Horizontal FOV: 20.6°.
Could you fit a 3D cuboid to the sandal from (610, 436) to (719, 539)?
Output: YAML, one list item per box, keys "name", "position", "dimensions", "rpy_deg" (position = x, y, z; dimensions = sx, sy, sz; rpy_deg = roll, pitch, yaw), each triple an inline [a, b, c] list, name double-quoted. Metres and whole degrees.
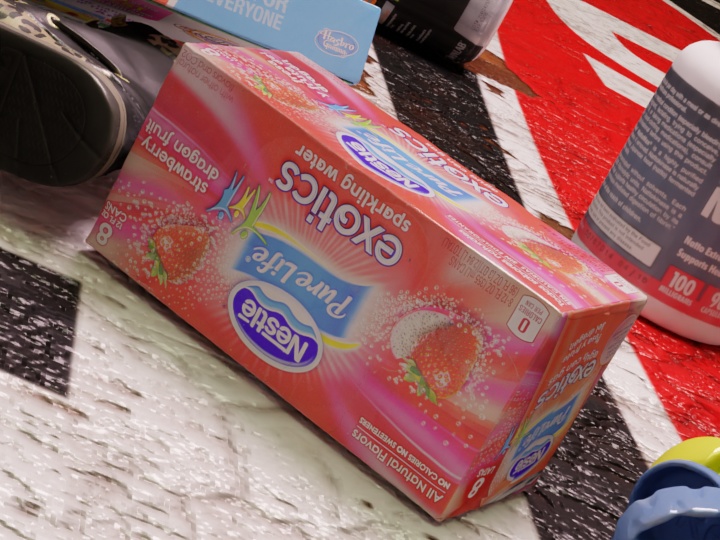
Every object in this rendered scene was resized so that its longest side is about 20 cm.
- name: "sandal"
  position: [0.167, 0.136, 0.745]
  dimensions: [0.200, 0.080, 0.087]
  rpy_deg: [30, 19, 34]

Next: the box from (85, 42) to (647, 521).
- name: "box"
  position: [0.000, 0.000, 0.815]
  dimensions: [0.200, 0.103, 0.095]
  rpy_deg: [37, 20, 22]

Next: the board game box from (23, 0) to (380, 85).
- name: "board game box"
  position: [-0.101, -0.135, 1.006]
  dimensions: [0.153, 0.040, 0.200]
  rpy_deg: [20, -6, -26]

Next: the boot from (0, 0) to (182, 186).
- name: "boot"
  position: [-0.157, -0.097, 0.894]
  dimensions: [0.200, 0.073, 0.151]
  rpy_deg: [28, 12, 21]

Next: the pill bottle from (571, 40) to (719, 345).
- name: "pill bottle"
  position: [0.222, -0.068, 1.179]
  dimensions: [0.119, 0.200, 0.120]
  rpy_deg: [25, 18, -9]

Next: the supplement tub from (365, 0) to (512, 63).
- name: "supplement tub"
  position: [0.024, -0.254, 1.527]
  dimensions: [0.200, 0.123, 0.123]
  rpy_deg: [27, 17, -8]
